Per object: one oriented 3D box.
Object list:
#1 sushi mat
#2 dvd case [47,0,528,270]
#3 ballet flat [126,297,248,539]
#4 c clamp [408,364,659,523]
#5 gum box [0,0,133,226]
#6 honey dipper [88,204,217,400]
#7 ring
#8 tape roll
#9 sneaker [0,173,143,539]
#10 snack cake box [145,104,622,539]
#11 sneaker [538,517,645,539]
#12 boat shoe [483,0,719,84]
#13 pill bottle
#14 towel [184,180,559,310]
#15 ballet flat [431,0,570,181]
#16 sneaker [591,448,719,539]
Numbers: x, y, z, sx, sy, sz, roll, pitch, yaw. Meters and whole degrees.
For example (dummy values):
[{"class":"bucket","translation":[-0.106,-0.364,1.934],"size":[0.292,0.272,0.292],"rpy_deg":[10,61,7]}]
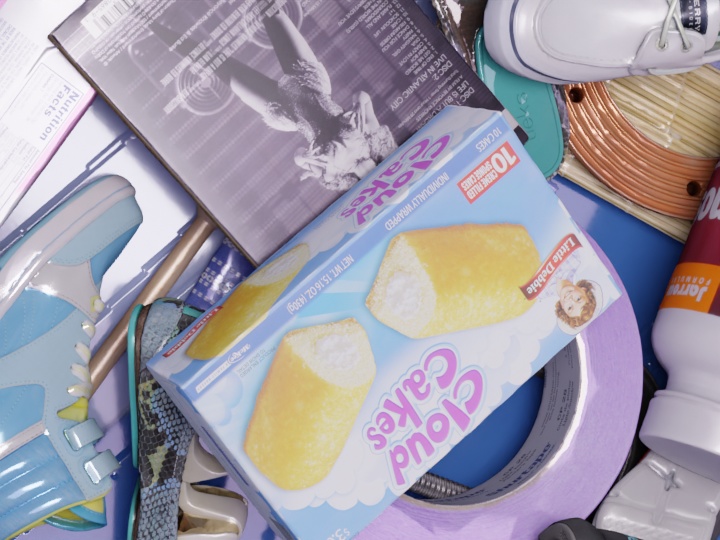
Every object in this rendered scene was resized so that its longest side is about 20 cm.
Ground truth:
[{"class":"sushi mat","translation":[0.129,-0.094,1.200],"size":[0.199,0.012,0.096],"rpy_deg":[28,79,-10]},{"class":"dvd case","translation":[-0.032,-0.089,1.073],"size":[0.149,0.016,0.200],"rpy_deg":[-44,101,-11]},{"class":"ballet flat","translation":[-0.087,0.107,1.119],"size":[0.074,0.074,0.201],"rpy_deg":[-1,125,-9]},{"class":"c clamp","translation":[0.068,0.102,1.189],"size":[0.198,0.027,0.172],"rpy_deg":[16,87,-19]},{"class":"gum box","translation":[-0.191,-0.063,1.105],"size":[0.066,0.113,0.201],"rpy_deg":[36,87,-8]},{"class":"honey dipper","translation":[-0.130,0.037,1.162],"size":[0.038,0.038,0.201],"rpy_deg":[35,84,-9]},{"class":"ring","translation":[0.186,-0.126,1.200],"size":[0.199,0.019,0.202],"rpy_deg":[1,87,-14]},{"class":"tape roll","translation":[0.042,0.053,1.130],"size":[0.198,0.066,0.202],"rpy_deg":[1,87,-13]},{"class":"sneaker","translation":[-0.151,0.055,1.112],"size":[0.130,0.080,0.200],"rpy_deg":[43,67,-4]},{"class":"snack cake box","translation":[0.013,0.028,1.046],"size":[0.200,0.067,0.115],"rpy_deg":[-41,109,-12]},{"class":"sneaker","translation":[0.108,0.212,1.120],"size":[0.079,0.076,0.201],"rpy_deg":[5,128,-21]},{"class":"boat shoe","translation":[0.156,-0.137,1.115],"size":[0.199,0.067,0.074],"rpy_deg":[-16,108,-33]},{"class":"pill bottle","translation":[0.218,0.009,1.130],"size":[0.112,0.113,0.201],"rpy_deg":[24,80,-9]},{"class":"towel","translation":[0.000,0.000,1.189],"size":[0.144,0.024,0.201],"rpy_deg":[33,86,-8]},{"class":"ballet flat","translation":[0.063,-0.143,1.136],"size":[0.071,0.072,0.202],"rpy_deg":[-11,107,-8]},{"class":"sneaker","translation":[0.185,0.107,1.204],"size":[0.077,0.082,0.200],"rpy_deg":[41,64,14]}]
